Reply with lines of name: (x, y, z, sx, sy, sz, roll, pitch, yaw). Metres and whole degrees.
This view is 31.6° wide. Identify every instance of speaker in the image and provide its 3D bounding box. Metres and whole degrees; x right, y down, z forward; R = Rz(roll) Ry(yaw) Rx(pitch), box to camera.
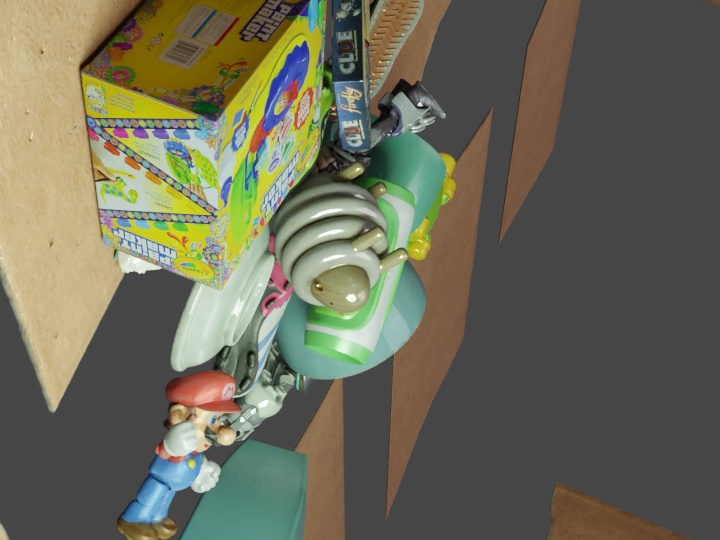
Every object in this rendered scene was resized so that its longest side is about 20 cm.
speaker: (0.000, 0.000, 1.443, 0.088, 0.087, 0.202, 58, 49, -73)

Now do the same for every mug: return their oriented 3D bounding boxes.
mug: (0.006, -0.117, 1.611, 0.115, 0.184, 0.152, -63, -171, -16)

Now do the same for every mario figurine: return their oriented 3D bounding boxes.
mario figurine: (-0.179, 0.203, 1.356, 0.202, 0.105, 0.123, -65, -158, 9)

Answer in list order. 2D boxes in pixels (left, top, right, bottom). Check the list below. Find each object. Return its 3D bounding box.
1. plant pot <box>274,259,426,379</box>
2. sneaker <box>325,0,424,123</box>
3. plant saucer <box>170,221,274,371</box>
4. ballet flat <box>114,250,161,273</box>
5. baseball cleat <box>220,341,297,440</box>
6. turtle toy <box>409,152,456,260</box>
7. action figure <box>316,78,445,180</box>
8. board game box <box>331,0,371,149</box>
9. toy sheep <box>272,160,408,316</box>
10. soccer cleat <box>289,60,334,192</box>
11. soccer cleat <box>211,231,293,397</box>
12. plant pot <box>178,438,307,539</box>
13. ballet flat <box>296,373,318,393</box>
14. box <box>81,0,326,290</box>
plant pot: (-0.034, 0.012, 1.558, 0.201, 0.198, 0.135, -60, 137, -36)
sneaker: (0.003, -0.253, 1.518, 0.201, 0.071, 0.080, -53, -170, -12)
plant saucer: (-0.134, 0.021, 1.336, 0.200, 0.050, 0.202, 24, 89, -86)
ballet flat: (-0.154, -0.052, 1.196, 0.200, 0.071, 0.072, -50, 156, -55)
baseball cleat: (-0.136, 0.150, 1.584, 0.106, 0.070, 0.200, -40, -178, 7)
turtle toy: (0.076, -0.118, 1.937, 0.200, 0.100, 0.147, 77, 36, -65)
action figure: (-0.001, -0.142, 1.474, 0.199, 0.070, 0.130, -38, -176, -6)
board game box: (-0.010, -0.252, 1.386, 0.136, 0.034, 0.202, 81, 8, -64)
toy sheep: (-0.030, -0.040, 1.352, 0.139, 0.136, 0.202, 93, -14, -50)
soccer cleat: (-0.072, -0.143, 1.379, 0.081, 0.067, 0.201, 113, -1, -56)
soccer cleat: (-0.125, 0.048, 1.480, 0.086, 0.069, 0.202, -144, -104, -87)
plant pot: (-0.139, 0.333, 1.654, 0.142, 0.140, 0.201, 95, 12, -48)
ballet flat: (-0.045, 0.075, 1.665, 0.074, 0.072, 0.201, 96, -2, -46)
box: (-0.125, -0.132, 1.076, 0.194, 0.121, 0.201, 96, 19, -49)
